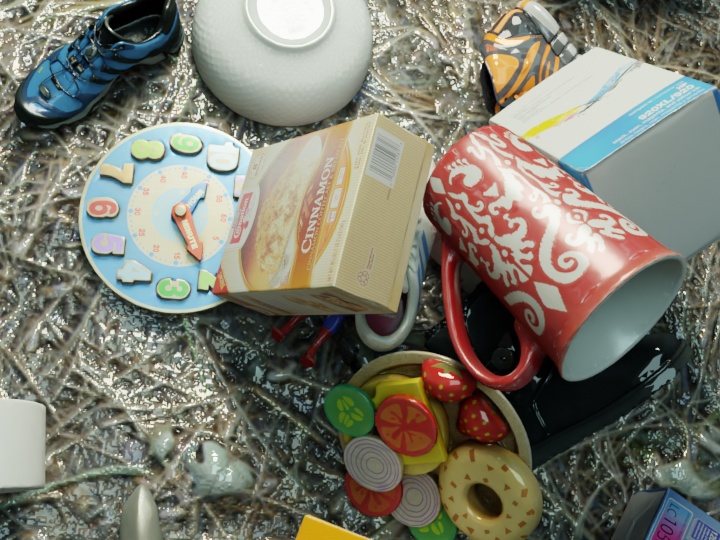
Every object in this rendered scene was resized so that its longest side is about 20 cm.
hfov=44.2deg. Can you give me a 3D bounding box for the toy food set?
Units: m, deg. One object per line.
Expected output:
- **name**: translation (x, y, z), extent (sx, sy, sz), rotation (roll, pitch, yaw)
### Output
- **toy food set**: translation (0.061, 0.168, 0.820), extent (0.049, 0.197, 0.201), rotation (-42, 115, -55)

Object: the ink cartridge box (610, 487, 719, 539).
- **ink cartridge box**: translation (0.342, 0.328, 0.880), extent (0.199, 0.076, 0.137), rotation (34, 72, -3)

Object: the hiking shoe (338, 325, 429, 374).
- **hiking shoe**: translation (0.079, 0.105, 0.883), extent (0.200, 0.076, 0.101), rotation (40, 75, 2)

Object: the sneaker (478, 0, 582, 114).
- **sneaker**: translation (0.207, -0.193, 0.996), extent (0.112, 0.078, 0.200), rotation (-43, 92, -4)

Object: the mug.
- **mug**: translation (0.136, -0.013, 0.746), extent (0.177, 0.134, 0.200), rotation (-33, 58, -13)

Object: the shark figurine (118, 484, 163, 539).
- **shark figurine**: translation (-0.148, 0.303, 0.782), extent (0.214, 0.090, 0.128), rotation (35, 73, 1)

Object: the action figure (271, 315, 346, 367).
- **action figure**: translation (0.000, 0.000, 0.887), extent (0.065, 0.099, 0.200), rotation (41, 69, -2)

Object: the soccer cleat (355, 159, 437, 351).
- **soccer cleat**: translation (0.037, -0.023, 0.817), extent (0.069, 0.086, 0.202), rotation (8, 90, 2)

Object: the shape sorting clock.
- **shape sorting clock**: translation (-0.181, -0.056, 0.892), extent (0.198, 0.039, 0.202), rotation (3, 75, -11)

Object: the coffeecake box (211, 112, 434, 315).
- **coffeecake box**: translation (-0.039, -0.042, 0.806), extent (0.073, 0.199, 0.155), rotation (24, 73, -35)

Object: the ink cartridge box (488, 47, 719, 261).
- **ink cartridge box**: translation (0.249, -0.106, 0.872), extent (0.144, 0.200, 0.148), rotation (-34, 119, -2)

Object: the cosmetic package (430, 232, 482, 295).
- **cosmetic package**: translation (0.161, -0.001, 0.910), extent (0.081, 0.113, 0.200), rotation (-41, 85, -17)

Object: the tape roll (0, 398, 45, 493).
- **tape roll**: translation (-0.361, 0.149, 0.720), extent (0.201, 0.202, 0.071), rotation (-2, 76, -12)

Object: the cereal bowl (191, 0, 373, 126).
- **cereal bowl**: translation (-0.079, -0.260, 0.944), extent (0.198, 0.083, 0.202), rotation (3, 74, -11)

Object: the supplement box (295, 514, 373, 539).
- **supplement box**: translation (0.007, 0.301, 0.757), extent (0.073, 0.200, 0.127), rotation (9, 69, 35)

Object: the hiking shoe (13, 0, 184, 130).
- **hiking shoe**: translation (-0.267, -0.221, 0.893), extent (0.200, 0.087, 0.074), rotation (-42, 87, -18)

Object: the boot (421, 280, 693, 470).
- **boot**: translation (0.173, 0.068, 0.811), extent (0.200, 0.076, 0.169), rotation (-37, 84, 20)
